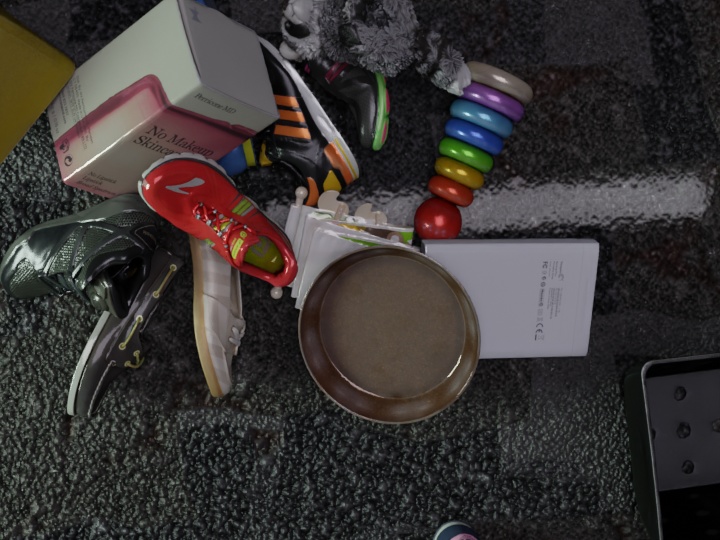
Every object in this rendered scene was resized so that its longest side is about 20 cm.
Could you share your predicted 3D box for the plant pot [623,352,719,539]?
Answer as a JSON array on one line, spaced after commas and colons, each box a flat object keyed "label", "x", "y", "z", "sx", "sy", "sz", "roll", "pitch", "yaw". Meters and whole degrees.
[{"label": "plant pot", "x": 0.380, "y": 0.183, "z": 1.337, "sx": 0.196, "sy": 0.177, "sz": 0.204, "roll": -7, "pitch": 89, "yaw": -5}]

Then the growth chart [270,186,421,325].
[{"label": "growth chart", "x": 0.000, "y": 0.000, "z": 1.356, "sx": 0.197, "sy": 0.018, "sz": 0.146, "roll": 22, "pitch": 102, "yaw": -9}]

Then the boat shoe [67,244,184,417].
[{"label": "boat shoe", "x": -0.252, "y": 0.068, "z": 1.327, "sx": 0.060, "sy": 0.072, "sz": 0.204, "roll": 22, "pitch": 85, "yaw": -1}]

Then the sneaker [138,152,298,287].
[{"label": "sneaker", "x": -0.134, "y": -0.048, "z": 1.257, "sx": 0.199, "sy": 0.085, "sz": 0.077, "roll": 32, "pitch": 101, "yaw": -35}]

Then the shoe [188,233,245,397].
[{"label": "shoe", "x": -0.150, "y": 0.034, "z": 1.338, "sx": 0.052, "sy": 0.070, "sz": 0.204, "roll": -5, "pitch": 88, "yaw": 3}]

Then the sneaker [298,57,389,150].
[{"label": "sneaker", "x": -0.022, "y": -0.221, "z": 1.359, "sx": 0.083, "sy": 0.077, "sz": 0.203, "roll": -21, "pitch": 81, "yaw": 0}]

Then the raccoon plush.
[{"label": "raccoon plush", "x": 0.002, "y": -0.225, "z": 1.298, "sx": 0.200, "sy": 0.133, "sz": 0.098, "roll": 44, "pitch": 60, "yaw": -27}]

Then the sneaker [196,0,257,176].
[{"label": "sneaker", "x": -0.168, "y": -0.200, "z": 1.343, "sx": 0.077, "sy": 0.066, "sz": 0.203, "roll": -12, "pitch": 91, "yaw": -2}]

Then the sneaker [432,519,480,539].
[{"label": "sneaker", "x": 0.100, "y": 0.381, "z": 1.354, "sx": 0.069, "sy": 0.082, "sz": 0.204, "roll": 1, "pitch": 89, "yaw": -6}]

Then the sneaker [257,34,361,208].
[{"label": "sneaker", "x": -0.086, "y": -0.160, "z": 1.347, "sx": 0.090, "sy": 0.070, "sz": 0.201, "roll": -38, "pitch": 95, "yaw": -8}]

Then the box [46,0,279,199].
[{"label": "box", "x": -0.201, "y": -0.166, "z": 1.254, "sx": 0.199, "sy": 0.127, "sz": 0.110, "roll": -30, "pitch": 65, "yaw": 28}]

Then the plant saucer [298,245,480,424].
[{"label": "plant saucer", "x": 0.032, "y": 0.066, "z": 1.333, "sx": 0.197, "sy": 0.035, "sz": 0.204, "roll": 3, "pitch": 108, "yaw": 10}]

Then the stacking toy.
[{"label": "stacking toy", "x": 0.116, "y": -0.122, "z": 1.366, "sx": 0.084, "sy": 0.085, "sz": 0.203, "roll": 22, "pitch": 91, "yaw": -5}]

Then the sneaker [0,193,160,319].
[{"label": "sneaker", "x": -0.296, "y": 0.004, "z": 1.282, "sx": 0.197, "sy": 0.076, "sz": 0.116, "roll": -19, "pitch": 50, "yaw": 18}]

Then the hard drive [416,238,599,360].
[{"label": "hard drive", "x": 0.159, "y": 0.031, "z": 1.365, "sx": 0.197, "sy": 0.027, "sz": 0.134, "roll": -1, "pitch": 109, "yaw": -12}]

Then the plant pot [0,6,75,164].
[{"label": "plant pot", "x": -0.442, "y": -0.208, "z": 1.217, "sx": 0.199, "sy": 0.176, "sz": 0.201, "roll": 36, "pitch": 86, "yaw": 33}]
